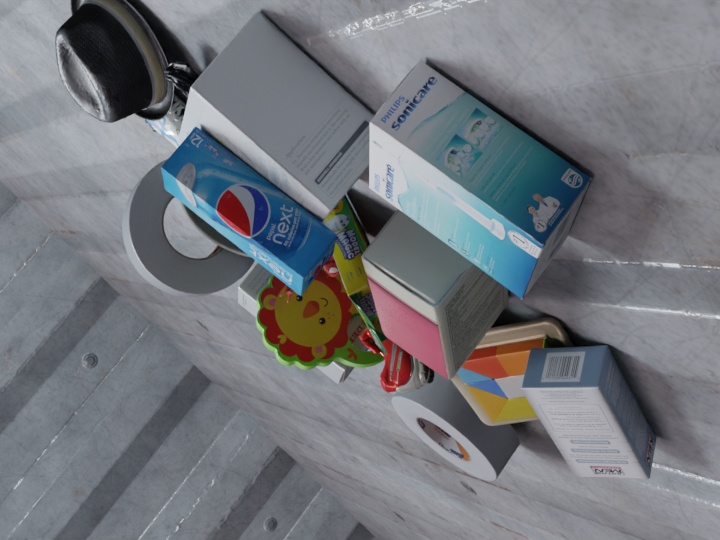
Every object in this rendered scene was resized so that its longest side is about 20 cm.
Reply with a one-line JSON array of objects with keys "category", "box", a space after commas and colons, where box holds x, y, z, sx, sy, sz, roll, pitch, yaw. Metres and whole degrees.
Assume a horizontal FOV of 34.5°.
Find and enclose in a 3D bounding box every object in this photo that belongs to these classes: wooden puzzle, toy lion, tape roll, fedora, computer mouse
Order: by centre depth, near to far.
[{"category": "wooden puzzle", "box": [0.196, 0.137, 1.450, 0.197, 0.038, 0.186, -8, 135, 34]}, {"category": "computer mouse", "box": [-0.153, -0.189, 1.460, 0.200, 0.053, 0.139, 43, 178, 11]}, {"category": "fedora", "box": [-0.332, -0.267, 1.502, 0.199, 0.092, 0.203, 30, 144, 24]}, {"category": "toy lion", "box": [-0.039, 0.062, 1.610, 0.199, 0.193, 0.069, 38, 164, 2]}, {"category": "tape roll", "box": [-0.245, -0.065, 1.693, 0.200, 0.201, 0.066, 43, 162, -13]}, {"category": "tape roll", "box": [0.144, 0.232, 1.764, 0.199, 0.066, 0.201, 36, 164, 12]}]

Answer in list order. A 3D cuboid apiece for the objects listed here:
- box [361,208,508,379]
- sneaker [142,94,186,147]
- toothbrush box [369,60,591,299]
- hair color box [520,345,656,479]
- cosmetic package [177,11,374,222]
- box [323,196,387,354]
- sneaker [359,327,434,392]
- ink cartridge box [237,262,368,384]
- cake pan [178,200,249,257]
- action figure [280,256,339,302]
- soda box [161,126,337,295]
[{"category": "box", "box": [0.089, 0.012, 1.318, 0.108, 0.128, 0.201, 32, 161, 23]}, {"category": "sneaker", "box": [-0.235, -0.195, 1.621, 0.072, 0.072, 0.201, -30, 107, 39]}, {"category": "toothbrush box", "box": [0.107, -0.083, 1.110, 0.199, 0.086, 0.147, 35, 164, 13]}, {"category": "hair color box", "box": [0.276, 0.173, 1.387, 0.098, 0.061, 0.201, -4, 139, 32]}, {"category": "cosmetic package", "box": [-0.092, -0.150, 1.311, 0.200, 0.123, 0.199, 42, 163, -2]}, {"category": "box", "box": [0.000, 0.000, 1.457, 0.118, 0.048, 0.202, 61, -172, -51]}, {"category": "sneaker", "box": [0.036, 0.066, 1.512, 0.077, 0.083, 0.203, 62, -166, -54]}, {"category": "ink cartridge box", "box": [-0.060, 0.043, 1.694, 0.199, 0.146, 0.084, 37, 162, 5]}, {"category": "cake pan", "box": [-0.153, -0.095, 1.594, 0.196, 0.037, 0.202, 11, 142, 8]}, {"category": "action figure", "box": [-0.103, -0.037, 1.533, 0.199, 0.100, 0.065, 40, 150, -28]}, {"category": "soda box", "box": [-0.122, -0.065, 1.269, 0.199, 0.064, 0.068, 37, 163, 6]}]
